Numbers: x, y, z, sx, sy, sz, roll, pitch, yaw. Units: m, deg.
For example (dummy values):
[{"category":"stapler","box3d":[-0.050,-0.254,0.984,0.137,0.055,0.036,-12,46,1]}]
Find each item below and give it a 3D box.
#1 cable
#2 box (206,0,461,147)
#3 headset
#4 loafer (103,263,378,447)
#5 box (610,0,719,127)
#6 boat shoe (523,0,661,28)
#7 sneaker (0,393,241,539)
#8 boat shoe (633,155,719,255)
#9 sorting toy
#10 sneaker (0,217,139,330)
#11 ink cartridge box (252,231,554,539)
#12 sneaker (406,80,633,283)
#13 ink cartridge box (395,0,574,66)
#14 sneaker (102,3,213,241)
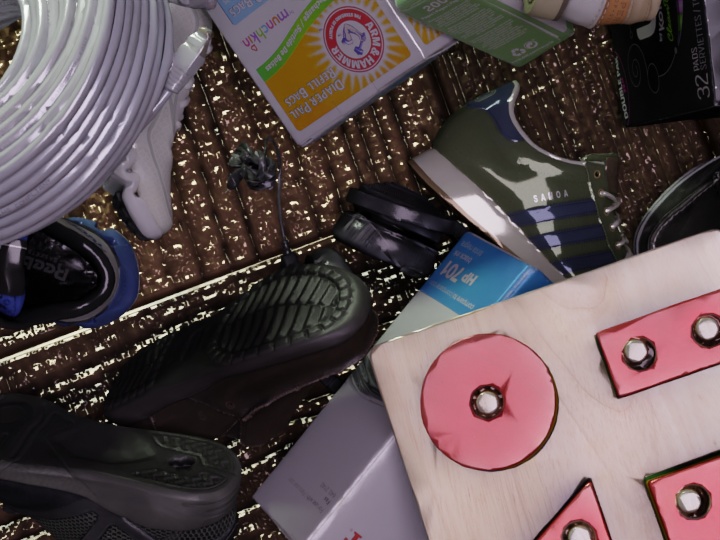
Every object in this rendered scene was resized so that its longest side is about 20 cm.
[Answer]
[{"category":"cable","box3d":[-0.196,-0.106,0.998,0.200,0.069,0.200,25,79,33]},{"category":"box","box3d":[-0.030,-0.189,1.053,0.200,0.112,0.101,56,40,-5]},{"category":"headset","box3d":[0.000,0.000,1.085,0.200,0.094,0.124,45,85,-17]},{"category":"loafer","box3d":[-0.057,0.056,1.055,0.071,0.200,0.073,46,46,-23]},{"category":"box","box3d":[0.218,-0.192,1.078,0.124,0.149,0.200,-8,91,-12]},{"category":"boat shoe","box3d":[0.131,-0.211,1.009,0.068,0.075,0.200,12,62,-6]},{"category":"sneaker","box3d":[-0.164,0.137,1.073,0.199,0.076,0.114,12,122,12]},{"category":"boat shoe","box3d":[0.236,-0.047,1.083,0.200,0.064,0.071,-30,81,29]},{"category":"sorting toy","box3d":[0.125,0.102,0.957,0.199,0.070,0.200,-19,84,4]},{"category":"sneaker","box3d":[-0.220,-0.015,1.048,0.199,0.115,0.081,11,88,-7]},{"category":"ink cartridge box","box3d":[0.061,0.103,1.074,0.200,0.086,0.146,-50,120,-3]},{"category":"sneaker","box3d":[0.129,-0.029,1.109,0.200,0.067,0.090,41,89,0]},{"category":"ink cartridge box","box3d":[0.027,-0.206,0.991,0.200,0.048,0.146,18,56,-43]},{"category":"sneaker","box3d":[-0.120,-0.118,1.084,0.081,0.075,0.200,-7,92,-15]}]
